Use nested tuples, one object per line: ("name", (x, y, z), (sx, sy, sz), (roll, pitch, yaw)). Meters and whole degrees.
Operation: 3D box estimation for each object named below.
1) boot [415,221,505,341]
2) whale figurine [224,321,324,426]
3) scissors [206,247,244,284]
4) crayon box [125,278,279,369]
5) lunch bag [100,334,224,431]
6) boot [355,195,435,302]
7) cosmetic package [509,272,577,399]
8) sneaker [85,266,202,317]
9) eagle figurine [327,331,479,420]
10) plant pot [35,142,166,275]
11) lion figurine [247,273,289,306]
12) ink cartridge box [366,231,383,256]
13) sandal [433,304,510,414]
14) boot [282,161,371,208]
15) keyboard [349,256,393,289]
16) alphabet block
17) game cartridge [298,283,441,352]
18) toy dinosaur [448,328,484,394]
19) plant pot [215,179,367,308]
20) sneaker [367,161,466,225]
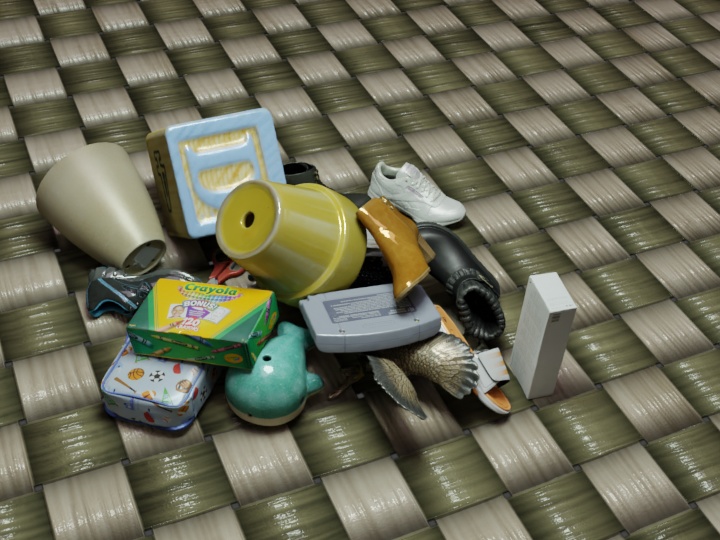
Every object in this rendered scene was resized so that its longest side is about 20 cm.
("boot", (0.159, 0.014, 1.625), (0.211, 0.079, 0.158), (37, 22, -8))
("whale figurine", (-0.130, 0.144, 1.516), (0.159, 0.104, 0.200), (18, 46, 14))
("scissors", (-0.253, 0.022, 1.705), (0.073, 0.014, 0.200), (14, 42, 9))
("crayon box", (-0.239, 0.079, 1.487), (0.200, 0.058, 0.119), (6, 40, 16))
("lunch bag", (-0.306, 0.151, 1.517), (0.160, 0.076, 0.200), (10, 41, 13))
("boot", (0.044, -0.040, 1.524), (0.144, 0.071, 0.201), (45, 24, -5))
("cosmetic package", (0.285, 0.104, 1.529), (0.051, 0.200, 0.083), (-10, 45, -14))
("sneaker", (-0.362, 0.045, 1.641), (0.200, 0.073, 0.082), (0, 57, 3))
("eagle figurine", (0.064, 0.152, 1.497), (0.151, 0.200, 0.152), (28, 72, -31))
("plant pot", (-0.433, -0.090, 1.708), (0.187, 0.187, 0.200), (-29, 65, -32))
("lion figurine", (-0.116, -0.004, 1.718), (0.200, 0.073, 0.122), (37, 42, 12))
("ink cartridge box", (-0.018, -0.052, 1.732), (0.162, 0.050, 0.200), (1, 28, -20))
("sandal", (0.183, 0.130, 1.528), (0.207, 0.059, 0.079), (56, 20, 8))
("boot", (-0.065, -0.148, 1.817), (0.200, 0.138, 0.078), (-13, 45, -20))
("keyboard", (0.000, 0.000, 1.696), (0.200, 0.040, 0.104), (4, 40, -29))
("alphabet block", (-0.255, -0.171, 1.727), (0.195, 0.197, 0.200), (-13, 9, -20))
("game cartridge", (0.016, 0.073, 1.500), (0.200, 0.041, 0.133), (-8, 28, -14))
("toy dinosaur", (0.152, 0.121, 1.618), (0.088, 0.048, 0.200), (-11, 49, -12))
("plant pot", (-0.122, -0.056, 1.543), (0.201, 0.201, 0.189), (46, 13, 36))
("sneaker", (0.108, -0.147, 1.861), (0.200, 0.100, 0.075), (19, 42, 13))
